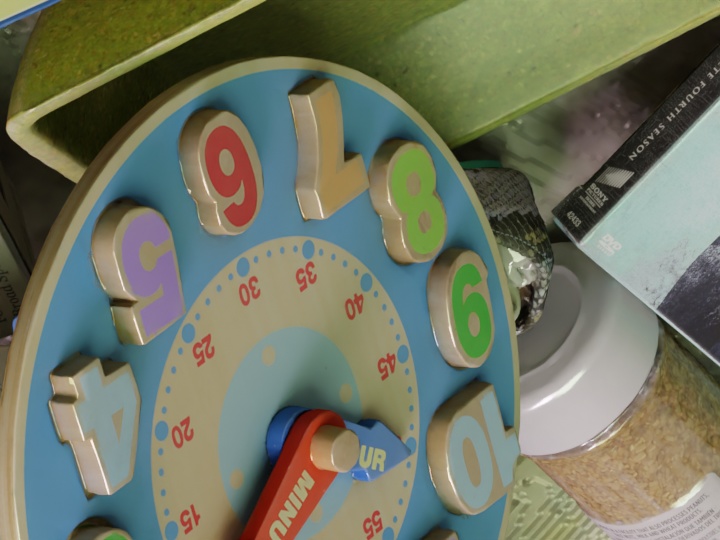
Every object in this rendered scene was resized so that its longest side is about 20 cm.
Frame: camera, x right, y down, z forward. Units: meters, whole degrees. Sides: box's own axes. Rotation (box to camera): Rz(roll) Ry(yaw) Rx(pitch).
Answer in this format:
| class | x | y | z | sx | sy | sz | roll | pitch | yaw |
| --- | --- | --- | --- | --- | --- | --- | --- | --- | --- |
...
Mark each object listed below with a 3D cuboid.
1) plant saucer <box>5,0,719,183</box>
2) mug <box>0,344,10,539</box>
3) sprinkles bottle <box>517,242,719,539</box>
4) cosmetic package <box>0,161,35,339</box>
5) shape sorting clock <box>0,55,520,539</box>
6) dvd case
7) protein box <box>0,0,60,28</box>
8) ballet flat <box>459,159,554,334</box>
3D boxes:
| class | x | y | z | sx | sy | sz | roll | pitch | yaw |
| --- | --- | --- | --- | --- | --- | --- | --- | --- | --- |
| plant saucer | 0.009 | -0.081 | 0.845 | 0.200 | 0.048 | 0.200 | -27 | 165 | 6 |
| mug | -0.099 | 0.101 | 0.853 | 0.186 | 0.149 | 0.154 | -1 | 82 | -19 |
| sprinkles bottle | 0.112 | 0.072 | 1.025 | 0.068 | 0.068 | 0.200 | -37 | 127 | 12 |
| cosmetic package | -0.204 | -0.002 | 0.875 | 0.199 | 0.071 | 0.105 | -24 | 130 | 2 |
| shape sorting clock | -0.018 | 0.044 | 0.789 | 0.200 | 0.039 | 0.201 | -11 | 105 | -51 |
| dvd case | 0.173 | -0.050 | 0.957 | 0.200 | 0.022 | 0.146 | -46 | 131 | 6 |
| protein box | -0.140 | -0.176 | 0.682 | 0.135 | 0.200 | 0.199 | -24 | 129 | 2 |
| ballet flat | 0.000 | 0.000 | 0.881 | 0.072 | 0.072 | 0.200 | -51 | 155 | 22 |
